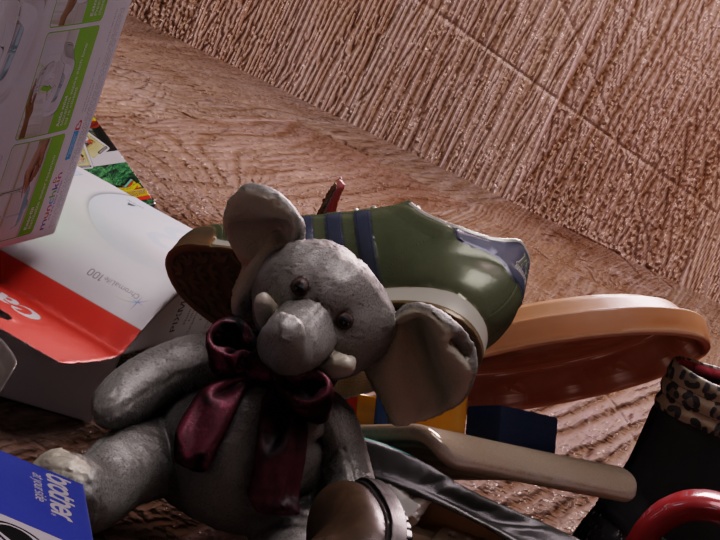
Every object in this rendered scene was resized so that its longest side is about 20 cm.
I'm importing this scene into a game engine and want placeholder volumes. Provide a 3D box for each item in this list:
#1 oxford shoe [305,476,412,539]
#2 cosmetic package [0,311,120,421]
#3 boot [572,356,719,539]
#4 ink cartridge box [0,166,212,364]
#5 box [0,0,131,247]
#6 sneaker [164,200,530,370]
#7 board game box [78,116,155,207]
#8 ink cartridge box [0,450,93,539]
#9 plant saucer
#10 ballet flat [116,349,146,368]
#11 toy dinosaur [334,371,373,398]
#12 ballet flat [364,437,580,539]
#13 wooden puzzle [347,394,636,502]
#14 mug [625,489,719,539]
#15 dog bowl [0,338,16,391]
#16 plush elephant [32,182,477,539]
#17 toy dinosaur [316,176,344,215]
[{"bbox_3d":[-0.025,0.140,1.064,0.084,0.073,0.200,19,23,-2],"label":"oxford shoe"},{"bbox_3d":[-0.249,0.010,1.376,0.200,0.052,0.151,19,14,-31],"label":"cosmetic package"},{"bbox_3d":[0.232,0.148,1.516,0.203,0.154,0.073,20,10,-29],"label":"boot"},{"bbox_3d":[-0.172,-0.013,1.374,0.160,0.047,0.200,29,15,18],"label":"ink cartridge box"},{"bbox_3d":[-0.206,-0.111,1.264,0.097,0.200,0.176,27,20,19],"label":"box"},{"bbox_3d":[0.000,0.000,1.318,0.200,0.067,0.090,13,42,32],"label":"sneaker"},{"bbox_3d":[-0.228,-0.062,1.547,0.200,0.023,0.105,-12,61,-49],"label":"board game box"},{"bbox_3d":[-0.157,0.120,1.009,0.094,0.044,0.200,24,9,-15],"label":"ink cartridge box"},{"bbox_3d":[0.110,0.050,1.495,0.200,0.032,0.200,-8,-14,-2],"label":"plant saucer"},{"bbox_3d":[-0.103,0.051,1.510,0.075,0.068,0.200,51,16,18],"label":"ballet flat"},{"bbox_3d":[-0.016,0.055,1.389,0.200,0.101,0.058,-9,-49,49],"label":"toy dinosaur"},{"bbox_3d":[0.037,0.142,1.322,0.200,0.068,0.068,20,27,4],"label":"ballet flat"},{"bbox_3d":[0.035,0.096,1.453,0.200,0.046,0.185,2,-9,44],"label":"wooden puzzle"},{"bbox_3d":[0.184,0.190,1.015,0.177,0.200,0.133,31,12,37],"label":"mug"},{"bbox_3d":[-0.265,0.034,1.171,0.200,0.059,0.200,25,9,-4],"label":"dog bowl"},{"bbox_3d":[-0.038,0.055,1.217,0.165,0.155,0.200,27,26,7],"label":"plush elephant"},{"bbox_3d":[-0.002,0.040,1.518,0.181,0.105,0.200,17,-25,-32],"label":"toy dinosaur"}]
